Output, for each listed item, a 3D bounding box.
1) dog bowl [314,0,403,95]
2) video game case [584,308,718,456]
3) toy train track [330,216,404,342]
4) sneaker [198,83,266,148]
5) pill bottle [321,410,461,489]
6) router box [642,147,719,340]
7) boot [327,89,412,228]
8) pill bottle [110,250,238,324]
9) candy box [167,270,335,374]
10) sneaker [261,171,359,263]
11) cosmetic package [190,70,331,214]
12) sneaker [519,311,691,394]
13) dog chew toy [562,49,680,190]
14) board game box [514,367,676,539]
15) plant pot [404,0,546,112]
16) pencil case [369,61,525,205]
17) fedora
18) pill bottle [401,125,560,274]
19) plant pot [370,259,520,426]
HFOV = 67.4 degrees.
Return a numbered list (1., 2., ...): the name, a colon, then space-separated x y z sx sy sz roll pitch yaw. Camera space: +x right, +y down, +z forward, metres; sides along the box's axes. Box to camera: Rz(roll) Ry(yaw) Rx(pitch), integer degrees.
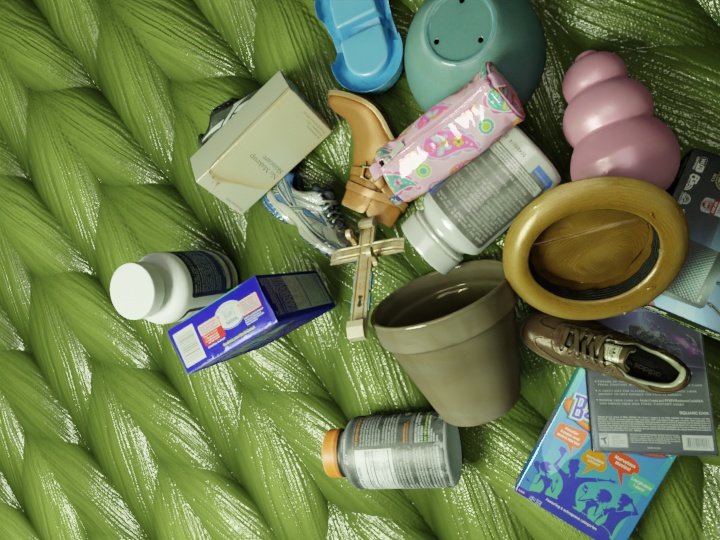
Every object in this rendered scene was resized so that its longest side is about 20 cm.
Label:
1. dog bowl: 0.003 -0.357 0.808 0.110 0.050 0.202 -18 83 17
2. video game case: 0.362 0.128 0.689 0.141 0.019 0.203 -2 76 13
3. toy train track: 0.000 0.000 0.735 0.113 0.033 0.202 -11 51 22
4. sneaker: -0.199 -0.254 0.885 0.200 0.066 0.091 -44 71 14
5. pill bottle: 0.043 0.268 0.804 0.198 0.106 0.108 -9 90 21
6. router box: 0.430 -0.027 0.653 0.149 0.062 0.202 24 92 17
7. boot: 0.006 -0.170 0.813 0.199 0.074 0.156 33 108 18
8. pill bottle: -0.294 0.024 0.864 0.110 0.200 0.113 1 93 20
9. candy box: -0.155 0.071 0.816 0.168 0.200 0.078 -30 81 18
10. sneaker: -0.063 -0.086 0.841 0.199 0.077 0.086 37 100 14
11. cosmetic package: -0.155 -0.194 0.836 0.200 0.103 0.073 -41 46 13
12. sneaker: 0.298 0.093 0.664 0.198 0.076 0.071 17 81 17
13. dog chew toy: 0.313 -0.181 0.677 0.123 0.124 0.202 -18 78 20
14. board game box: 0.322 0.250 0.731 0.151 0.045 0.202 26 100 17
15. plant pot: 0.143 -0.300 0.721 0.198 0.135 0.203 1 94 20
16. pencil case: 0.107 -0.169 0.687 0.199 0.087 0.088 -32 82 30
17. fedora: 0.267 -0.034 0.633 0.198 0.082 0.203 5 122 8
18. pill bottle: 0.159 -0.095 0.737 0.200 0.114 0.114 -43 79 17
19. plant pot: 0.134 0.105 0.730 0.198 0.200 0.175 -19 102 20
